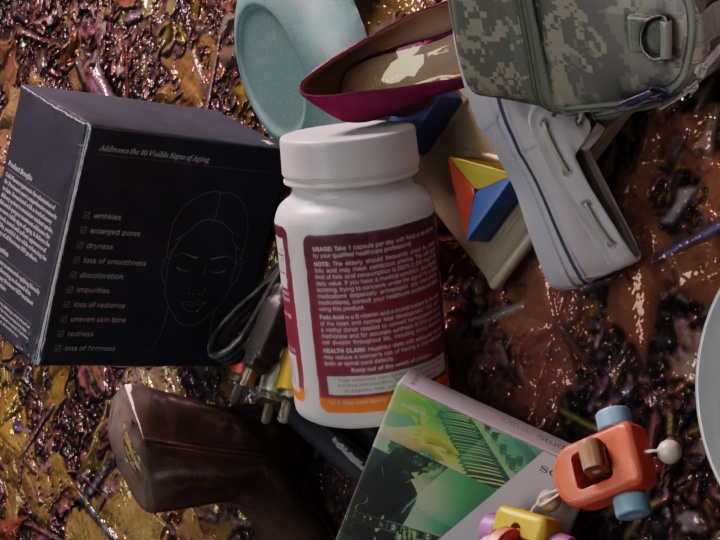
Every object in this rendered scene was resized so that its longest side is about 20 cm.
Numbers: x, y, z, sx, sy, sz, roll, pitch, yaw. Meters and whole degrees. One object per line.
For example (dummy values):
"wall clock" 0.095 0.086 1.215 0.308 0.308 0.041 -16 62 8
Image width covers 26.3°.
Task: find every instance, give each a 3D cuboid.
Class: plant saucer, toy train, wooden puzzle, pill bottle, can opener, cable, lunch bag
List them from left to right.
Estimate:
"plant saucer" -0.054 -0.158 1.189 0.201 0.039 0.202 44 145 43
"cable" -0.051 0.017 1.184 0.097 0.050 0.201 16 76 46
"can opener" -0.041 0.099 1.196 0.200 0.063 0.079 48 151 35
"pill bottle" 0.000 0.000 1.090 0.114 0.114 0.201 9 109 48
"wooden puzzle" 0.087 -0.117 1.082 0.185 0.046 0.200 -56 50 30
"toy train" 0.130 0.187 0.937 0.150 0.056 0.201 -23 60 36
"lunch bag" 0.166 -0.173 0.880 0.167 0.200 0.140 15 128 42

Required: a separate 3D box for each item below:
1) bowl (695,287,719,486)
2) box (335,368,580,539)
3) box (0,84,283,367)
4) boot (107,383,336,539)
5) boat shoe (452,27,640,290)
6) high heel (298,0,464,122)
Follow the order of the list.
"bowl" 0.285 0.062 0.817 0.201 0.090 0.202 -3 86 48
"box" 0.060 0.185 1.048 0.144 0.036 0.201 24 108 10
"box" -0.188 -0.033 1.269 0.124 0.200 0.197 32 110 45
"boot" -0.104 0.179 1.155 0.064 0.200 0.187 -29 68 22
"boat shoe" 0.124 -0.086 0.986 0.067 0.074 0.200 -17 112 23
"high heel" 0.052 -0.151 1.021 0.200 0.096 0.068 -35 67 39
